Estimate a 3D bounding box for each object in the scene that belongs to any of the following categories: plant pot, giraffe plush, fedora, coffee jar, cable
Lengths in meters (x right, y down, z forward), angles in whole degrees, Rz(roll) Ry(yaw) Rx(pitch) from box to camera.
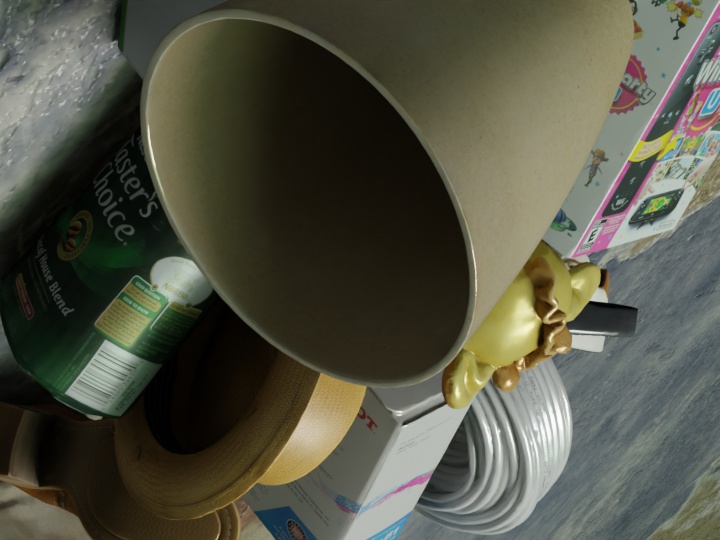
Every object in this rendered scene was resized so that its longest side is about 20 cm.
[{"bbox_3d":[0.034,-0.077,0.983,0.200,0.187,0.187,-39,162,-38],"label":"plant pot"},{"bbox_3d":[0.069,-0.023,1.202,0.172,0.200,0.162,-20,124,-4],"label":"giraffe plush"},{"bbox_3d":[-0.053,0.051,1.175,0.082,0.201,0.201,31,109,-36],"label":"fedora"},{"bbox_3d":[-0.104,-0.023,1.144,0.085,0.104,0.200,32,108,-34],"label":"coffee jar"},{"bbox_3d":[0.062,0.092,1.507,0.069,0.200,0.200,-31,151,-35],"label":"cable"}]

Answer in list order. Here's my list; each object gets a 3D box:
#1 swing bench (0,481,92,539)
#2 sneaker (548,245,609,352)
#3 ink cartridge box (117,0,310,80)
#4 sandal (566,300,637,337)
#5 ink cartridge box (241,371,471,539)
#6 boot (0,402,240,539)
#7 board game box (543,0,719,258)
[{"bbox_3d":[-0.187,0.237,1.373,0.130,0.199,0.200,-32,157,-21],"label":"swing bench"},{"bbox_3d":[0.129,0.013,1.678,0.200,0.073,0.085,10,93,-54],"label":"sneaker"},{"bbox_3d":[-0.012,-0.167,1.055,0.200,0.084,0.145,-28,155,-27],"label":"ink cartridge box"},{"bbox_3d":[0.094,0.016,1.398,0.200,0.076,0.043,3,95,-37],"label":"sandal"},{"bbox_3d":[-0.016,0.097,1.461,0.085,0.145,0.200,-24,153,-35],"label":"ink cartridge box"},{"bbox_3d":[-0.130,0.127,1.289,0.074,0.200,0.155,-66,155,-2],"label":"boot"},{"bbox_3d":[0.188,-0.113,1.336,0.147,0.064,0.200,-16,138,-55],"label":"board game box"}]
